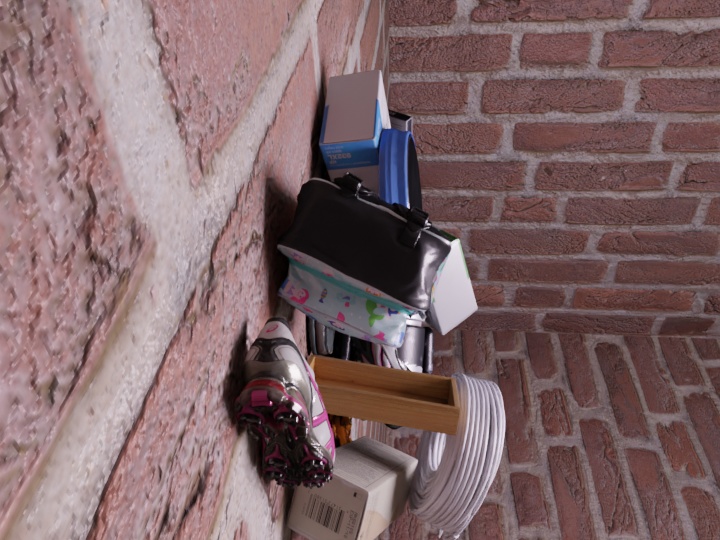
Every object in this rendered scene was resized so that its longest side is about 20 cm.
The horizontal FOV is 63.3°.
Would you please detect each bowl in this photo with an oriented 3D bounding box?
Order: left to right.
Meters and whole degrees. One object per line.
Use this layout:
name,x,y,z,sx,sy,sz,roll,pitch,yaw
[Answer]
bowl,0.062,-0.097,0.832,0.200,0.038,0.209,-3,90,-78

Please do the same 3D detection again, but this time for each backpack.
backpack,0.001,-0.008,0.639,0.200,0.173,0.155,-67,-179,-87

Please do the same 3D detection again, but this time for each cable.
cable,0.127,0.242,0.793,0.203,0.067,0.203,-75,-174,-50

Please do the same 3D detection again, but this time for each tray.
tray,0.022,0.152,0.724,0.099,0.193,0.038,-59,158,-78

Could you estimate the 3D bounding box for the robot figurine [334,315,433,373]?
robot figurine,0.041,0.131,0.937,0.149,0.121,0.208,18,75,-63

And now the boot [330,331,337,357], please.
boot,-0.021,0.130,1.047,0.200,0.065,0.135,59,39,-70

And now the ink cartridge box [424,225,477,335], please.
ink cartridge box,0.098,-0.007,1.002,0.199,0.082,0.150,38,-25,54

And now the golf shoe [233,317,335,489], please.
golf shoe,-0.059,0.130,0.534,0.204,0.070,0.094,85,7,-48

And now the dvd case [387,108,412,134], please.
dvd case,0.028,-0.196,1.046,0.025,0.147,0.205,-39,142,-36

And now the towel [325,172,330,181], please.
towel,-0.040,-0.061,0.937,0.147,0.022,0.205,-80,170,-53

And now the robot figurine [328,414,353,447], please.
robot figurine,-0.036,0.229,0.851,0.147,0.056,0.205,-85,174,-54

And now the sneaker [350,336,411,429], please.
sneaker,0.019,0.138,0.832,0.202,0.085,0.080,54,-4,4

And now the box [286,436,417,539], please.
box,-0.002,0.275,0.736,0.199,0.092,0.080,18,88,-66

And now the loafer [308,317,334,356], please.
loafer,-0.035,0.012,0.792,0.072,0.060,0.208,41,50,-83

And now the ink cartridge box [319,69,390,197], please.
ink cartridge box,0.006,-0.165,0.875,0.203,0.081,0.149,72,17,-51
